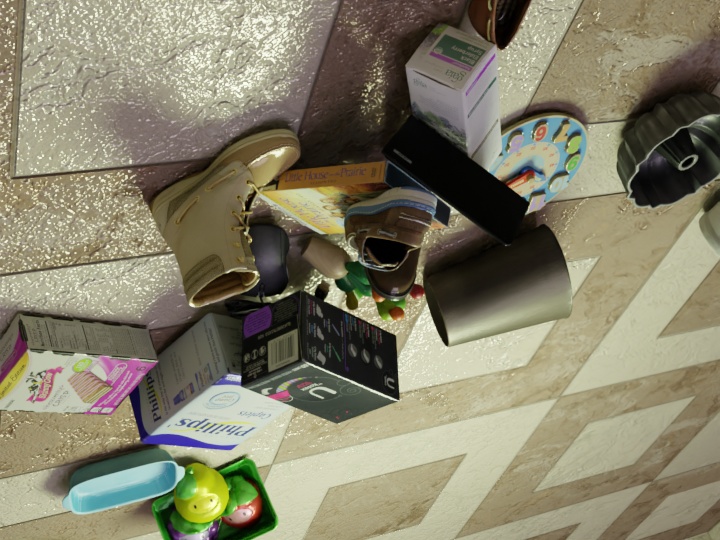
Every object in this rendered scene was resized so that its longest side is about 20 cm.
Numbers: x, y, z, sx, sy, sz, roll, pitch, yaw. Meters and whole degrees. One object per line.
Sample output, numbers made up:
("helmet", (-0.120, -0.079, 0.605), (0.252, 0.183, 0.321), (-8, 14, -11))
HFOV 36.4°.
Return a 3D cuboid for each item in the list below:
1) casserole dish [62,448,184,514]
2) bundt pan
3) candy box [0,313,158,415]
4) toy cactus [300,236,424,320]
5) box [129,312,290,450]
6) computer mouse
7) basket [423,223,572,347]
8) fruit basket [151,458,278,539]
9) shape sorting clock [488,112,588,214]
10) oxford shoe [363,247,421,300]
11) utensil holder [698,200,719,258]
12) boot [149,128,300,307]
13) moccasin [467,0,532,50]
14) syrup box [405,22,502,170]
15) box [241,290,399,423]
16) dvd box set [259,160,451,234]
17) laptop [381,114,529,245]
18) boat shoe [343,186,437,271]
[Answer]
("casserole dish", (-0.388, 0.340, 1.781), (0.199, 0.039, 0.121), (-12, 146, -18))
("bundt pan", (0.461, -0.185, 1.600), (0.201, 0.076, 0.202), (-18, 148, -12))
("candy box", (-0.389, 0.129, 1.452), (0.199, 0.061, 0.136), (10, 134, -44))
("toy cactus", (0.000, 0.000, 1.497), (0.165, 0.200, 0.103), (31, 85, -14))
("box", (-0.203, 0.167, 1.591), (0.200, 0.105, 0.184), (-38, 147, 28))
("computer mouse", (-0.106, 0.016, 1.473), (0.140, 0.046, 0.200), (4, 142, -11))
("basket", (0.209, 0.035, 1.691), (0.199, 0.136, 0.181), (-19, 144, -5))
("fruit basket", (-0.260, 0.415, 1.907), (0.215, 0.156, 0.216), (-24, 166, -6))
("shape sorting clock", (0.232, -0.140, 1.534), (0.199, 0.039, 0.200), (-19, 148, -12))
("oxford shoe", (0.050, -0.050, 1.401), (0.072, 0.201, 0.085), (16, 140, -7))
("utensil holder", (0.696, -0.095, 1.819), (0.169, 0.170, 0.200), (8, 134, -43))
("boot", (-0.137, -0.061, 1.265), (0.199, 0.156, 0.073), (-29, 149, 5))
("moccasin", (0.170, -0.326, 1.176), (0.073, 0.078, 0.202), (-7, 144, -28))
("syrup box", (0.115, -0.192, 1.306), (0.082, 0.079, 0.200), (-53, 155, -22))
("box", (-0.054, 0.124, 1.505), (0.122, 0.107, 0.200), (-24, 145, 34))
("dvd box set", (-0.011, -0.085, 1.329), (0.199, 0.030, 0.146), (-1, 160, 36))
("laptop", (0.098, -0.088, 1.293), (0.103, 0.177, 0.200), (-53, -179, -20))
("boat shoe", (0.023, -0.040, 1.266), (0.072, 0.073, 0.200), (16, 165, -14))
